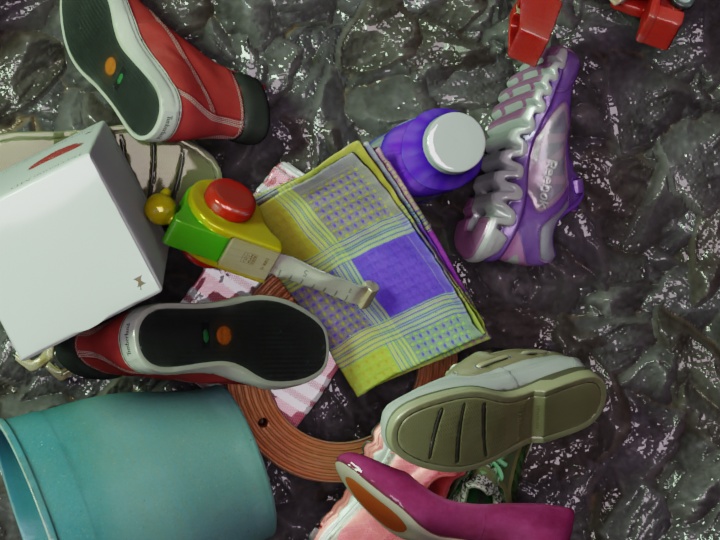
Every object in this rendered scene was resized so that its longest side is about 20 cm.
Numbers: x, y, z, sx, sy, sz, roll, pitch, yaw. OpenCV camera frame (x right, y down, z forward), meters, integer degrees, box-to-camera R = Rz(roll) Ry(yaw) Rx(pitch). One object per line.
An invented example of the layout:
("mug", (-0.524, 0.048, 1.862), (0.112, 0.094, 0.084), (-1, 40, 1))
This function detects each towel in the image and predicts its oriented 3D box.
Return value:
("towel", (0.000, 0.000, 1.672), (0.143, 0.023, 0.200), (-24, 108, 28))
("towel", (-0.066, 0.026, 1.758), (0.146, 0.030, 0.200), (35, 89, -3))

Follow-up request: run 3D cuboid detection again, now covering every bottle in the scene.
("bottle", (0.055, -0.093, 1.672), (0.083, 0.200, 0.065), (-15, 90, -10))

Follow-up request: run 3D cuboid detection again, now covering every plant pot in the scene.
("plant pot", (-0.177, 0.183, 1.678), (0.188, 0.200, 0.200), (-20, 89, -17))

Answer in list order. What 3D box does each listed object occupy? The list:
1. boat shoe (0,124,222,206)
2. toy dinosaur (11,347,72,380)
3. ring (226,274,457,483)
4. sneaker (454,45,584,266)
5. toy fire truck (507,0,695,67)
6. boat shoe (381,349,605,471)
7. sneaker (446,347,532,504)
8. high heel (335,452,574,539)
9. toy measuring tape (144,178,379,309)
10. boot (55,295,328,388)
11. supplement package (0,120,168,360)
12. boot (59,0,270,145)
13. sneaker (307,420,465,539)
("boat shoe", (-0.214, -0.087, 1.735), (0.199, 0.068, 0.075), (7, 91, -3))
("toy dinosaur", (-0.239, 0.043, 1.727), (0.200, 0.058, 0.101), (44, 101, 10))
("ring", (-0.016, 0.079, 1.739), (0.200, 0.019, 0.201), (-2, 98, -14))
("sneaker", (0.151, -0.089, 1.743), (0.088, 0.080, 0.201), (22, 81, -18))
("toy fire truck", (0.211, -0.251, 1.727), (0.141, 0.049, 0.200), (18, 66, -1))
("boat shoe", (0.097, 0.108, 1.662), (0.200, 0.068, 0.075), (-7, 118, -30))
("sneaker", (0.107, 0.165, 1.726), (0.077, 0.089, 0.201), (8, 88, -1))
("high heel", (0.076, 0.182, 1.658), (0.200, 0.067, 0.096), (38, 69, -13))
("toy measuring tape", (-0.079, -0.026, 1.648), (0.200, 0.074, 0.074), (19, 88, -20))
("boot", (-0.137, 0.060, 1.666), (0.200, 0.144, 0.073), (6, 81, -38))
("supplement package", (-0.228, -0.028, 1.605), (0.121, 0.200, 0.120), (-26, 102, 1))
("boot", (-0.160, -0.180, 1.744), (0.072, 0.144, 0.200), (-55, 54, 31))
("sneaker", (0.018, 0.215, 1.706), (0.087, 0.074, 0.200), (33, 103, 26))
